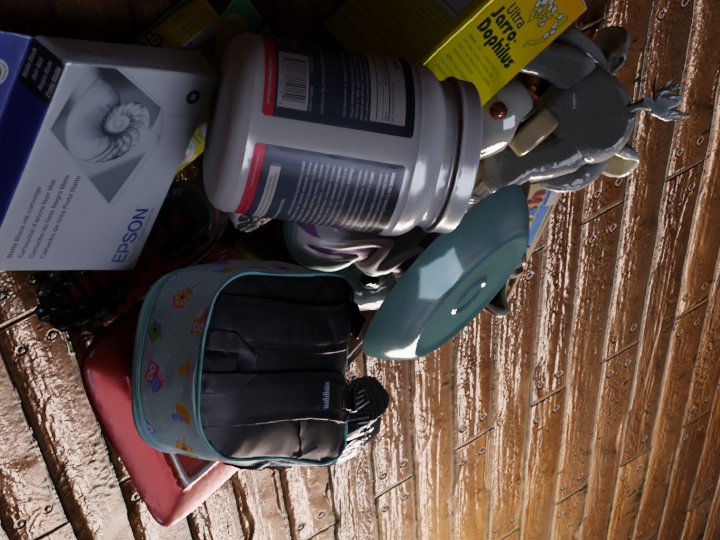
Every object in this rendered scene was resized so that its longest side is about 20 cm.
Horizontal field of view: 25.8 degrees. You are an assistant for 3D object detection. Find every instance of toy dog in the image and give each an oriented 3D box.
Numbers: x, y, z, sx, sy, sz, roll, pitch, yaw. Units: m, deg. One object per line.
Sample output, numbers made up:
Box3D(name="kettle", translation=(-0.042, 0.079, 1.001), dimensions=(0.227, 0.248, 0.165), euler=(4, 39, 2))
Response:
Box3D(name="toy dog", translation=(0.090, -0.112, 1.446), dimensions=(0.201, 0.131, 0.096), euler=(-60, 172, 20))

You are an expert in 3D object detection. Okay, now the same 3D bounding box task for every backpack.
Box3D(name="backpack", translation=(-0.107, 0.076, 1.320), dimensions=(0.200, 0.152, 0.177), euler=(3, 94, -60))

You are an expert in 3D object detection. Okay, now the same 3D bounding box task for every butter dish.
Box3D(name="butter dish", translation=(-0.184, 0.099, 1.462), dimensions=(0.200, 0.147, 0.201), euler=(-41, 122, -33))

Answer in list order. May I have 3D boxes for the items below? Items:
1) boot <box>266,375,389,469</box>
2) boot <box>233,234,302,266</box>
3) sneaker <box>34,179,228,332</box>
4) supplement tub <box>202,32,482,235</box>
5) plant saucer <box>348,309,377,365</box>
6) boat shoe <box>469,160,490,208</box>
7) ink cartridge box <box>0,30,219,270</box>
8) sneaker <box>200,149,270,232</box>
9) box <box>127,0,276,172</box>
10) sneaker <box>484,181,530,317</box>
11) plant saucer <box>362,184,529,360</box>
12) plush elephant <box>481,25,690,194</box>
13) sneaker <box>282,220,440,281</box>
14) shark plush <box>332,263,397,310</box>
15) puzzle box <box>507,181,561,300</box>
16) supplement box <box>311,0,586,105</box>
Box3D(name="boot", translation=(-0.050, 0.181, 1.730), dimensions=(0.164, 0.066, 0.200), euler=(-20, 170, -9))
Box3D(name="boot", translation=(-0.100, 0.053, 1.547), dimensions=(0.155, 0.072, 0.200), euler=(-49, 151, 6))
Box3D(name="sneaker", translation=(-0.194, -0.010, 1.375), dimensions=(0.200, 0.071, 0.098), euler=(-34, 175, 18))
Box3D(name="supplement tub", translation=(-0.017, -0.104, 1.238), dimensions=(0.198, 0.141, 0.141), euler=(8, 131, -13))
Box3D(name="plant saucer", translation=(0.017, 0.041, 1.626), dimensions=(0.200, 0.034, 0.200), euler=(-48, 175, -5))
Box3D(name="boat shoe", translation=(0.036, -0.066, 1.559), dimensions=(0.199, 0.076, 0.072), euler=(-32, 114, -9))
Box3D(name="ink cartridge box", translation=(-0.228, -0.085, 1.205), dimensions=(0.199, 0.041, 0.200), euler=(-1, 130, -42))
Box3D(name="sneaker", translation=(-0.065, -0.111, 1.383), dimensions=(0.078, 0.090, 0.200), euler=(-45, 172, 36))
Box3D(name="box", translation=(-0.157, -0.142, 1.284), dimensions=(0.200, 0.048, 0.117), euler=(-38, 146, 1))
Box3D(name="sneaker", translation=(0.154, -0.037, 1.648), dimensions=(0.070, 0.076, 0.201), euler=(-21, 143, -26))
Box3D(name="plant saucer", translation=(0.084, 0.012, 1.364), dimensions=(0.200, 0.036, 0.200), euler=(-42, 164, -16))
Box3D(name="plush elephant", translation=(0.216, -0.160, 1.561), dimensions=(0.198, 0.166, 0.155), euler=(-1, -176, 2))
Box3D(name="sneaker", translation=(0.043, -0.057, 1.376), dimensions=(0.199, 0.078, 0.140), euler=(2, 138, -31))
Box3D(name="shark plush", translation=(0.000, 0.000, 1.465), dimensions=(0.198, 0.083, 0.092), euler=(3, 87, -24))
Box3D(name="puzzle box", translation=(0.144, -0.032, 1.739), dimensions=(0.132, 0.025, 0.201), euler=(-11, 138, -36))
Box3D(name="supplement box", translation=(0.078, -0.217, 1.370), dimensions=(0.200, 0.109, 0.109), euler=(-42, 147, 5))
